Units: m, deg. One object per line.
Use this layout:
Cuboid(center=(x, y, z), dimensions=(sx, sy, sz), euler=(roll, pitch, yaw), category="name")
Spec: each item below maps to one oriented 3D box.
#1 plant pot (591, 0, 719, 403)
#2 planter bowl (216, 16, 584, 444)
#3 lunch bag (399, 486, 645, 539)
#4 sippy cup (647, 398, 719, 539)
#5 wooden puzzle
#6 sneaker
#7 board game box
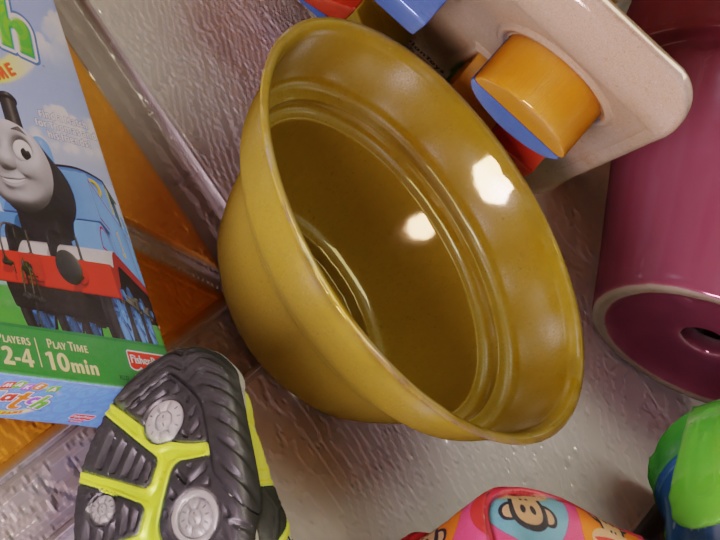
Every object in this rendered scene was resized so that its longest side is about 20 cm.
Cuboid(center=(0.204, -0.034, 1.417), dimensions=(0.200, 0.200, 0.179), euler=(37, 63, -31), category="plant pot")
Cuboid(center=(0.000, 0.000, 1.192), dimensions=(0.200, 0.083, 0.201), euler=(36, 37, -33), category="planter bowl")
Cuboid(center=(0.101, 0.194, 1.160), dimensions=(0.200, 0.082, 0.177), euler=(28, 41, -42), category="lunch bag")
Cuboid(center=(0.200, 0.145, 1.321), dimensions=(0.177, 0.140, 0.131), euler=(19, 53, -16), category="sippy cup")
Cuboid(center=(0.040, -0.105, 1.263), dimensions=(0.185, 0.200, 0.046), euler=(43, 74, -5), category="wooden puzzle")
Cuboid(center=(-0.049, 0.127, 1.021), dimensions=(0.076, 0.075, 0.201), euler=(19, 58, -59), category="sneaker")
Cuboid(center=(-0.154, -0.042, 1.050), dimensions=(0.151, 0.037, 0.200), euler=(10, 53, -52), category="board game box")
